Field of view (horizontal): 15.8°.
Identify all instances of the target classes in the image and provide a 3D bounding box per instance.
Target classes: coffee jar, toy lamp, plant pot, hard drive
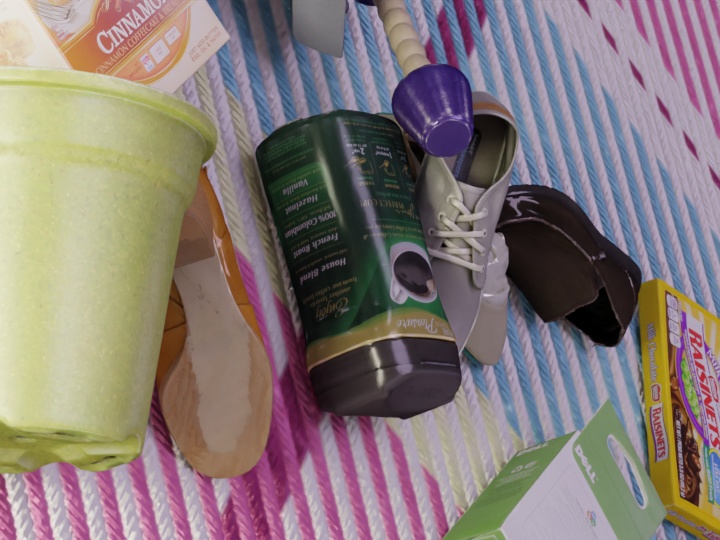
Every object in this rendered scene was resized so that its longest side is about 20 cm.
[{"bbox_3d":[0.000,0.000,1.717,0.104,0.085,0.201,8,63,-55],"label":"coffee jar"},{"bbox_3d":[0.034,-0.152,1.781,0.058,0.058,0.201,32,25,-39],"label":"toy lamp"},{"bbox_3d":[-0.180,0.009,1.404,0.200,0.199,0.186,18,68,-47],"label":"plant pot"},{"bbox_3d":[-0.026,-0.261,1.760,0.135,0.042,0.201,-96,-172,-59],"label":"hard drive"}]

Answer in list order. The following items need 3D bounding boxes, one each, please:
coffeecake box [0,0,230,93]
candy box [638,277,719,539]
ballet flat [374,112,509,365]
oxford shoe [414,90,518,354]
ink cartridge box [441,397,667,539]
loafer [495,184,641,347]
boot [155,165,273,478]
[{"bbox_3d":[-0.189,-0.181,1.580,0.201,0.073,0.154,56,37,-13],"label":"coffeecake box"},{"bbox_3d":[0.262,0.114,2.054,0.102,0.026,0.201,32,47,-44],"label":"candy box"},{"bbox_3d":[0.065,-0.026,1.837,0.201,0.069,0.069,59,35,-10],"label":"ballet flat"},{"bbox_3d":[0.062,-0.027,1.778,0.075,0.058,0.201,16,88,-15],"label":"oxford shoe"},{"bbox_3d":[0.137,0.183,1.815,0.104,0.059,0.200,61,35,-10],"label":"ink cartridge box"},{"bbox_3d":[0.149,-0.001,1.926,0.200,0.073,0.072,29,47,-42],"label":"loafer"},{"bbox_3d":[-0.099,0.011,1.593,0.144,0.070,0.202,-103,-178,-61],"label":"boot"}]
